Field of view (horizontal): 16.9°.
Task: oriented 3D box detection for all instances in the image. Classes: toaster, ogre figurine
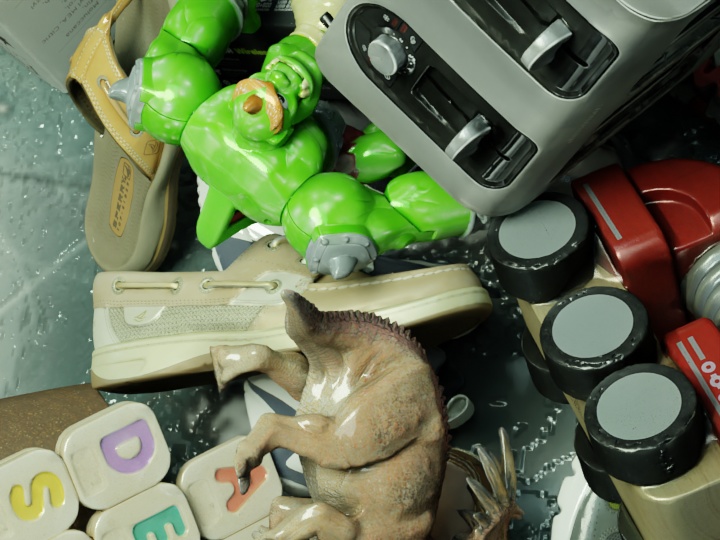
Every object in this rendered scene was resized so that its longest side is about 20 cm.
[{"bbox_3d":[0.100,-0.136,1.010,0.200,0.181,0.119,-38,84,-31],"label":"toaster"},{"bbox_3d":[-0.022,-0.065,1.091,0.200,0.098,0.120,50,52,2],"label":"ogre figurine"}]

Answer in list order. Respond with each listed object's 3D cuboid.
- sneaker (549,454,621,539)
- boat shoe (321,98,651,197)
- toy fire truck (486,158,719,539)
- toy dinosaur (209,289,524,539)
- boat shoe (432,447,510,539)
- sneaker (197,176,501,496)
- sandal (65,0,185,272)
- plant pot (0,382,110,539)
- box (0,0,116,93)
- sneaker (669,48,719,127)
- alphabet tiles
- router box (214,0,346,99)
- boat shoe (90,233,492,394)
[{"bbox_3d":[0.161,0.083,1.084,0.085,0.074,0.200,26,79,47],"label":"sneaker"},{"bbox_3d":[0.058,-0.062,1.193,0.199,0.062,0.075,21,79,25],"label":"boat shoe"},{"bbox_3d":[0.171,0.007,1.023,0.199,0.129,0.176,-23,44,-2],"label":"toy fire truck"},{"bbox_3d":[0.012,0.079,1.051,0.135,0.201,0.086,-12,24,-4],"label":"toy dinosaur"},{"bbox_3d":[0.015,0.171,1.114,0.072,0.068,0.201,12,73,23],"label":"boat shoe"},{"bbox_3d":[0.000,0.000,1.179,0.129,0.080,0.200,-16,66,10],"label":"sneaker"},{"bbox_3d":[-0.120,-0.081,1.200,0.054,0.201,0.080,-9,37,-32],"label":"sandal"},{"bbox_3d":[-0.191,0.143,1.147,0.200,0.187,0.187,-29,63,-11],"label":"plant pot"},{"bbox_3d":[-0.181,-0.242,1.302,0.199,0.131,0.200,38,85,26],"label":"box"},{"bbox_3d":[0.178,-0.118,1.169,0.200,0.071,0.098,39,88,28],"label":"sneaker"},{"bbox_3d":[-0.105,0.167,1.100,0.195,0.015,0.201,-25,102,-26],"label":"alphabet tiles"},{"bbox_3d":[0.017,-0.161,1.200,0.199,0.062,0.150,6,59,38],"label":"router box"},{"bbox_3d":[-0.037,0.013,1.111,0.199,0.072,0.065,-10,78,25],"label":"boat shoe"}]
